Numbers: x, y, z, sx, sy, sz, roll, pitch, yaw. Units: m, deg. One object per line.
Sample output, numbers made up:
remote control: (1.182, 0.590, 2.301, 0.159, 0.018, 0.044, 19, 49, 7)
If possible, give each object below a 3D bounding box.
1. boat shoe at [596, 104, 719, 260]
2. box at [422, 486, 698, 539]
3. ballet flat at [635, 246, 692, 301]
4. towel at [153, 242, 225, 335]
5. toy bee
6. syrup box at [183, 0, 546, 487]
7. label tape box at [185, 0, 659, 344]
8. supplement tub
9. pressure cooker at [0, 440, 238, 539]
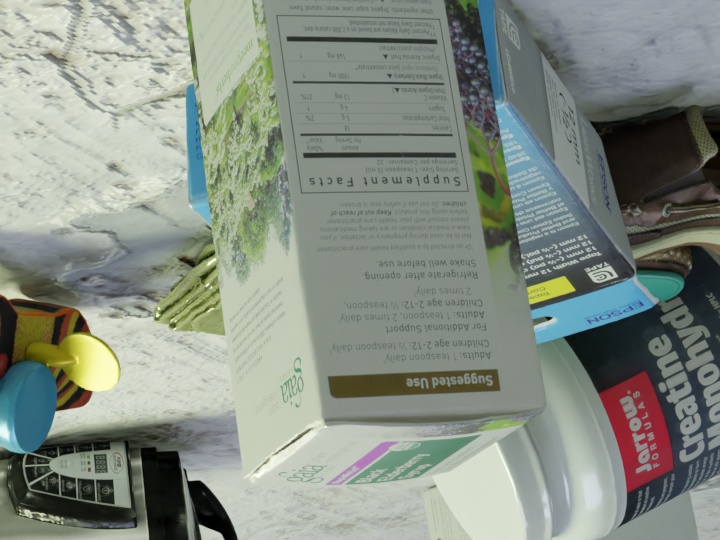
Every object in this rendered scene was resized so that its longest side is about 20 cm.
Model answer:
boat shoe: (0.145, -0.051, 0.951, 0.201, 0.075, 0.075, -1, 138, -22)
box: (0.182, 0.230, 1.813, 0.152, 0.107, 0.200, 5, 158, -40)
ballet flat: (0.070, -0.018, 0.993, 0.199, 0.066, 0.071, 2, 155, -21)
towel: (0.000, 0.000, 1.071, 0.199, 0.037, 0.148, 2, 159, -32)
toy bee: (-0.187, 0.041, 1.012, 0.130, 0.109, 0.200, 5, -166, -2)
syrup box: (-0.003, -0.034, 0.663, 0.081, 0.201, 0.079, -2, 161, -22)
label tape box: (0.032, -0.029, 0.867, 0.143, 0.066, 0.200, -17, 150, 20)
supplement tub: (0.139, 0.062, 1.078, 0.199, 0.141, 0.140, -25, 168, -18)
pressure cooker: (-0.186, 0.216, 1.442, 0.199, 0.177, 0.179, -3, 167, -7)
